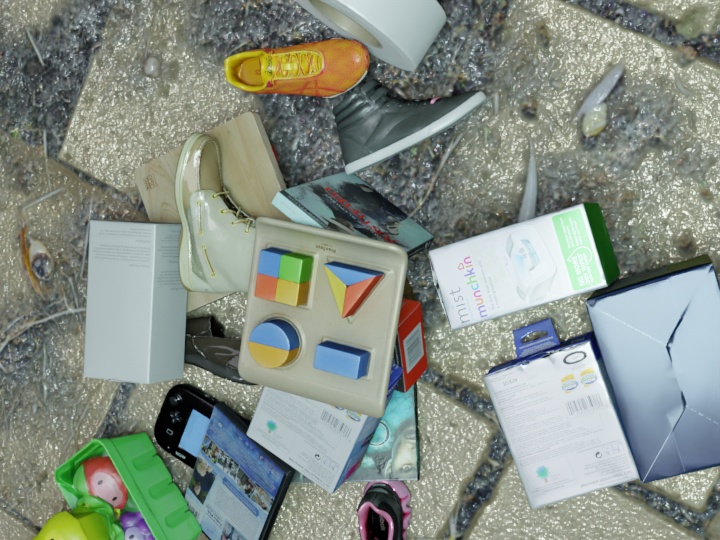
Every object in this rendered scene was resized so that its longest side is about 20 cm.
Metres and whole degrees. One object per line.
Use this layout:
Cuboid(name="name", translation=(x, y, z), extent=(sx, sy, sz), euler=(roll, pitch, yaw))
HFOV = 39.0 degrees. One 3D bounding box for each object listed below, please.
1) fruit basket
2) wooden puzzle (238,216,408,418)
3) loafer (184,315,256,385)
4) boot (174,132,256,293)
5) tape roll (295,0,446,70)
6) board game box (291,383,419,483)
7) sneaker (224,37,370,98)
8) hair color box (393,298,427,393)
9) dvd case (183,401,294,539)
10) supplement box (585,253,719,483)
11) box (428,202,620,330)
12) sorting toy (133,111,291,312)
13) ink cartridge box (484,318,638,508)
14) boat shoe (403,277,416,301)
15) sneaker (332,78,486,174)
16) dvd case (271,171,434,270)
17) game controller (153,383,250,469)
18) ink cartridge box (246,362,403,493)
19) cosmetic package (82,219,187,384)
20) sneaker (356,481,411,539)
Cuboid(name="fruit basket", translation=(-0.344, 0.338, 1.344), extent=(0.155, 0.215, 0.216), euler=(-36, 83, 37))
Cuboid(name="wooden puzzle", translation=(-0.050, 0.053, 1.116), extent=(0.184, 0.046, 0.201), euler=(13, 105, 21))
Cuboid(name="loafer", translation=(-0.214, 0.093, 1.362), extent=(0.199, 0.073, 0.072), euler=(19, 88, 13))
Cuboid(name="boot", translation=(-0.146, -0.063, 1.231), extent=(0.154, 0.072, 0.201), euler=(8, 106, 26))
Cuboid(name="tape roll", translation=(-0.001, -0.318, 1.184), extent=(0.202, 0.202, 0.071), euler=(33, 93, 13))
Cuboid(name="board game box", translation=(-0.025, 0.204, 1.302), extent=(0.199, 0.028, 0.136), euler=(-4, 81, 12))
Cuboid(name="sneaker", translation=(-0.081, -0.248, 1.267), extent=(0.199, 0.077, 0.073), euler=(-3, 96, 29))
Cuboid(name="hair color box", translation=(-0.020, 0.073, 1.254), extent=(0.199, 0.061, 0.102), euler=(13, 127, 31))
Cuboid(name="dvd case", translation=(-0.164, 0.289, 1.331), extent=(0.143, 0.018, 0.201), euler=(38, 124, 26))
Cuboid(name="supplement box", translation=(0.345, 0.098, 1.108), extent=(0.134, 0.200, 0.201), euler=(-17, 89, 18))
Cuboid(name="box", translation=(0.191, -0.005, 1.151), extent=(0.176, 0.200, 0.097), euler=(-17, 88, 19))
Cuboid(name="sorting toy", translation=(-0.169, -0.075, 1.320), extent=(0.198, 0.070, 0.201), euler=(-22, 87, 25))
Cuboid(name="ink cartridge box", translation=(0.236, 0.162, 1.205), extent=(0.136, 0.076, 0.201), euler=(-21, 89, 17))
Cuboid(name="boat shoe", translation=(0.000, 0.000, 1.285), extent=(0.069, 0.074, 0.201), euler=(-34, 85, 32))
Cuboid(name="sneaker", translation=(0.050, -0.201, 1.247), extent=(0.199, 0.071, 0.100), euler=(-23, 92, 22))
Cuboid(name="dvd case", translation=(-0.003, -0.058, 1.209), extent=(0.146, 0.200, 0.022), euler=(39, 115, 12))
Cuboid(name="game controller", translation=(-0.188, 0.237, 1.374), extent=(0.199, 0.042, 0.105), euler=(29, 102, 14))
Cuboid(name="ink cartridge box", translation=(-0.039, 0.147, 1.210), extent=(0.136, 0.076, 0.201), euler=(32, 125, 15))
Cuboid(name="cosmetic package", translation=(-0.285, 0.038, 1.293), extent=(0.107, 0.085, 0.201), euler=(6, 94, 23))
Cuboid(name="sneaker", translation=(0.032, 0.368, 1.286), extent=(0.079, 0.095, 0.201), euler=(-12, 92, 16))
